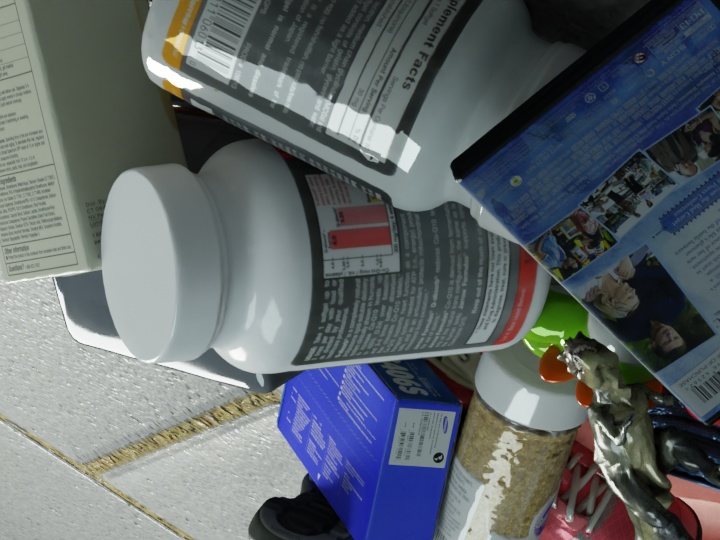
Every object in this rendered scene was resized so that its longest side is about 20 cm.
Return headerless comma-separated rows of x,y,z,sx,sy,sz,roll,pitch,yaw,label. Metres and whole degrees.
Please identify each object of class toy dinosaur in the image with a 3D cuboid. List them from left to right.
0.148,0.105,1.470,0.088,0.047,0.200,22,141,35,toy dinosaur

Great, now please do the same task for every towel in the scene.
0.221,0.101,1.589,0.112,0.049,0.200,18,179,21,towel

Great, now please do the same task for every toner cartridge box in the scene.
0.003,0.086,1.764,0.043,0.095,0.200,8,-164,-19,toner cartridge box

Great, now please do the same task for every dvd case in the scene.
0.154,-0.029,1.349,0.200,0.143,0.018,43,-165,-32,dvd case

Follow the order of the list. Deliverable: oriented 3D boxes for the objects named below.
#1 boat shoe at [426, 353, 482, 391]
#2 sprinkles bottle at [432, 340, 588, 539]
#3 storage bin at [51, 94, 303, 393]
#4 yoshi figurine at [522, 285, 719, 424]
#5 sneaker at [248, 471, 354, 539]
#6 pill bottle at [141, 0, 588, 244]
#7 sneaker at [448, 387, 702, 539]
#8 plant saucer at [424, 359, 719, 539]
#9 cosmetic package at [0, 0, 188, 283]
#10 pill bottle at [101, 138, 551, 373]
0.000,0.000,1.727,0.200,0.063,0.071,28,162,11,boat shoe
0.077,0.127,1.704,0.068,0.068,0.200,26,123,13,sprinkles bottle
-0.072,-0.019,1.626,0.200,0.134,0.146,13,127,39,storage bin
0.178,0.016,1.497,0.200,0.112,0.113,10,119,19,yoshi figurine
-0.020,0.167,1.786,0.075,0.079,0.200,22,-164,23,sneaker
0.008,-0.098,1.394,0.200,0.116,0.116,27,160,9,pill bottle
0.104,0.125,1.760,0.200,0.074,0.087,22,157,23,sneaker
0.153,0.100,1.793,0.200,0.037,0.200,4,148,50,plant saucer
-0.152,-0.099,1.518,0.105,0.071,0.200,-5,99,57,cosmetic package
-0.017,-0.010,1.465,0.200,0.116,0.116,-5,176,-27,pill bottle
